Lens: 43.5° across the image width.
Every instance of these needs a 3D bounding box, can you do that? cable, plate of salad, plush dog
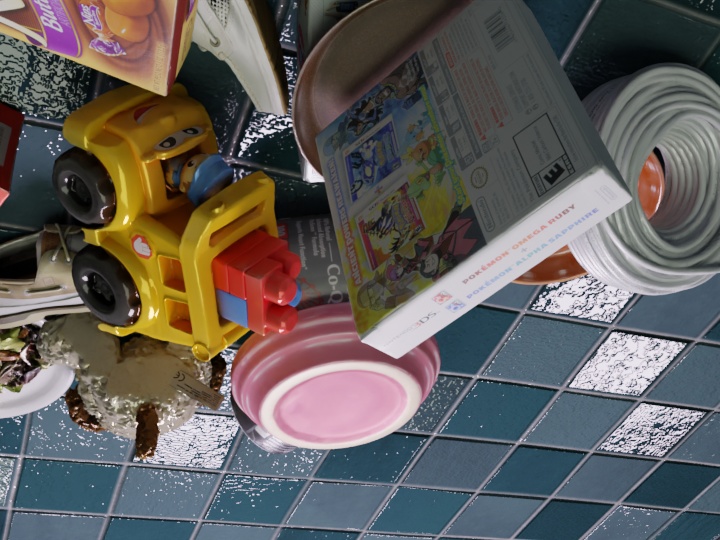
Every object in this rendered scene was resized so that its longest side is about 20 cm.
[{"bbox_3d":[0.260,-0.079,0.790,0.200,0.069,0.201,-15,103,-26],"label":"cable"},{"bbox_3d":[-0.397,0.102,0.929,0.199,0.048,0.200,-5,136,-5],"label":"plate of salad"},{"bbox_3d":[-0.216,0.124,0.925,0.199,0.161,0.172,-8,160,-12],"label":"plush dog"}]

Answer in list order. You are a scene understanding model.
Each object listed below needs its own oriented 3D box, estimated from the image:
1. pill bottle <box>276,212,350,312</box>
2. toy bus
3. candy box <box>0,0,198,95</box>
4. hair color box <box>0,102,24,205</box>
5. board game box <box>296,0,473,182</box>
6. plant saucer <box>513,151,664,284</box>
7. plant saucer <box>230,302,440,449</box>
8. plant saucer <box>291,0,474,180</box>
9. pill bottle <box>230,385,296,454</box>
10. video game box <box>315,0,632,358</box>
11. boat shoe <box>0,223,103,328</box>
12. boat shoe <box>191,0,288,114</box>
[{"bbox_3d":[0.000,0.000,0.851,0.199,0.116,0.116,-7,137,-4],"label":"pill bottle"},{"bbox_3d":[-0.124,-0.031,0.707,0.192,0.136,0.200,19,127,31],"label":"toy bus"},{"bbox_3d":[-0.207,-0.200,0.584,0.200,0.057,0.117,22,150,-5],"label":"candy box"},{"bbox_3d":[-0.356,-0.047,0.743,0.061,0.102,0.200,28,125,-34],"label":"hair color box"},{"bbox_3d":[0.025,-0.167,0.720,0.147,0.064,0.200,-4,138,-9],"label":"board game box"},{"bbox_3d":[0.194,-0.066,0.882,0.200,0.032,0.201,-6,136,-6],"label":"plant saucer"},{"bbox_3d":[-0.021,0.109,0.846,0.200,0.051,0.201,-6,141,-5],"label":"plant saucer"},{"bbox_3d":[0.045,-0.134,0.692,0.200,0.032,0.200,-6,136,-6],"label":"plant saucer"},{"bbox_3d":[-0.037,0.105,0.961,0.200,0.106,0.106,-37,131,25],"label":"pill bottle"},{"bbox_3d":[0.059,-0.070,0.594,0.182,0.200,0.047,-35,134,23],"label":"video game box"},{"bbox_3d":[-0.271,-0.005,0.823,0.200,0.075,0.068,-20,137,7],"label":"boat shoe"},{"bbox_3d":[-0.110,-0.197,0.662,0.069,0.071,0.200,-18,127,8],"label":"boat shoe"}]
